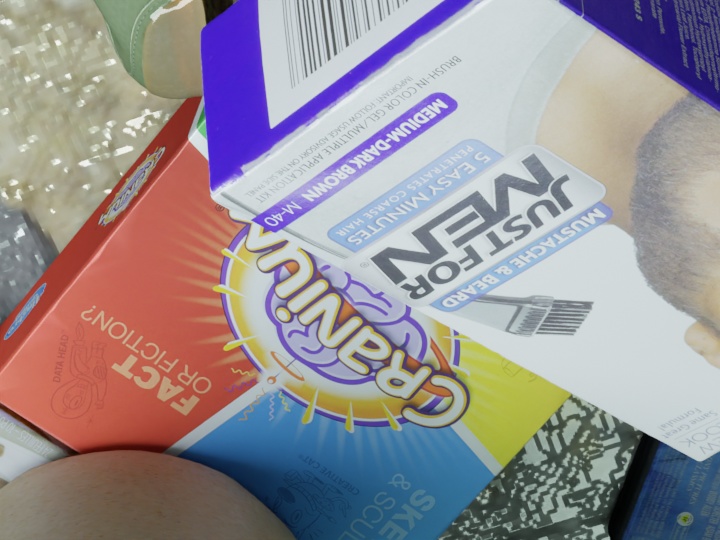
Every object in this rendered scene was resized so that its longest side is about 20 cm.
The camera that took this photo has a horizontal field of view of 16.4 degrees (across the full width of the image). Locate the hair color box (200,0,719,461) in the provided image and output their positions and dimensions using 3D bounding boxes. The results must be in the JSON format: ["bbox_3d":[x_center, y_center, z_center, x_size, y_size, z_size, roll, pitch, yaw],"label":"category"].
[{"bbox_3d":[0.066,-0.028,0.670,0.200,0.065,0.109,27,132,-38],"label":"hair color box"}]

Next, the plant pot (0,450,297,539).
[{"bbox_3d":[-0.072,0.152,0.732,0.200,0.184,0.201,-2,113,-5],"label":"plant pot"}]

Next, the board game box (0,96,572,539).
[{"bbox_3d":[0.000,0.000,0.788,0.153,0.040,0.200,34,111,-16],"label":"board game box"}]

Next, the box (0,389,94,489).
[{"bbox_3d":[-0.073,0.087,0.831,0.200,0.041,0.039,36,111,-16],"label":"box"}]

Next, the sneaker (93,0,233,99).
[{"bbox_3d":[-0.092,-0.143,0.704,0.090,0.067,0.200,-5,112,7],"label":"sneaker"}]

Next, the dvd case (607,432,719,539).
[{"bbox_3d":[0.199,0.055,0.831,0.200,0.018,0.143,14,115,-7],"label":"dvd case"}]
